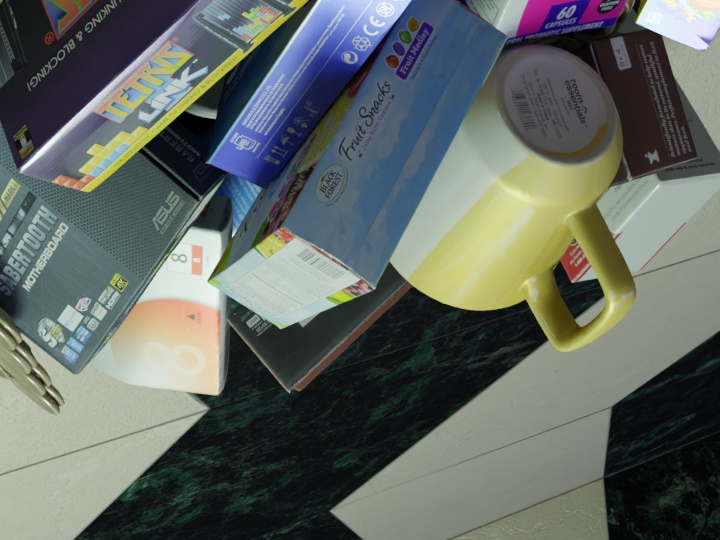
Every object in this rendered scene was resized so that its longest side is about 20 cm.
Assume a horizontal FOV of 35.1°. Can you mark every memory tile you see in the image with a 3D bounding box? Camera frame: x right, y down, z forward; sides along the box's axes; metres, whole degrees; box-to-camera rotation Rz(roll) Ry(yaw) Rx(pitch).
[{"bbox_3d":[-0.292,0.035,0.841,0.017,0.152,0.201,-52,168,-21],"label":"memory tile"}]

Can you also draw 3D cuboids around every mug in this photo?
[{"bbox_3d":[0.112,-0.061,0.756,0.150,0.185,0.153,-60,-177,-29],"label":"mug"}]

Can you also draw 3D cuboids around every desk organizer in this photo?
[{"bbox_3d":[0.000,0.000,0.865,0.200,0.072,0.077,-42,172,-4],"label":"desk organizer"}]

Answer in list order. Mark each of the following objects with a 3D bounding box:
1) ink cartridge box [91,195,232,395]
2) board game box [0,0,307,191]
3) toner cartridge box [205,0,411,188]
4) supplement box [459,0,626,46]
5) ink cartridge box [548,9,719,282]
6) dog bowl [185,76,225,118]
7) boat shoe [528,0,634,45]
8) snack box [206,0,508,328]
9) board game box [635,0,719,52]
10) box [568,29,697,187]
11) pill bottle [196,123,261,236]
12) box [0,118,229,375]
[{"bbox_3d":[-0.194,0.010,0.836,0.197,0.050,0.164,5,129,-3],"label":"ink cartridge box"},{"bbox_3d":[-0.116,-0.166,0.576,0.199,0.167,0.056,-37,153,21],"label":"board game box"},{"bbox_3d":[-0.023,-0.142,0.637,0.043,0.096,0.200,21,141,-21],"label":"toner cartridge box"},{"bbox_3d":[0.121,-0.238,0.655,0.100,0.104,0.201,-15,151,-21],"label":"supplement box"},{"bbox_3d":[0.199,-0.116,0.966,0.083,0.202,0.145,-8,151,-28],"label":"ink cartridge box"},{"bbox_3d":[-0.063,-0.177,0.746,0.198,0.059,0.201,-22,155,-11],"label":"dog bowl"},{"bbox_3d":[0.159,-0.193,0.819,0.198,0.070,0.074,-19,157,-17],"label":"boat shoe"},{"bbox_3d":[-0.010,-0.061,0.693,0.170,0.067,0.200,-62,-169,-18],"label":"snack box"},{"bbox_3d":[0.220,-0.243,0.652,0.044,0.202,0.135,22,143,1],"label":"board game box"},{"bbox_3d":[0.155,-0.105,0.875,0.074,0.102,0.199,-17,-179,-26],"label":"box"},{"bbox_3d":[-0.096,-0.059,0.884,0.198,0.113,0.112,-30,156,11],"label":"pill bottle"},{"bbox_3d":[-0.198,-0.045,0.750,0.200,0.157,0.051,-47,-175,35],"label":"box"}]
